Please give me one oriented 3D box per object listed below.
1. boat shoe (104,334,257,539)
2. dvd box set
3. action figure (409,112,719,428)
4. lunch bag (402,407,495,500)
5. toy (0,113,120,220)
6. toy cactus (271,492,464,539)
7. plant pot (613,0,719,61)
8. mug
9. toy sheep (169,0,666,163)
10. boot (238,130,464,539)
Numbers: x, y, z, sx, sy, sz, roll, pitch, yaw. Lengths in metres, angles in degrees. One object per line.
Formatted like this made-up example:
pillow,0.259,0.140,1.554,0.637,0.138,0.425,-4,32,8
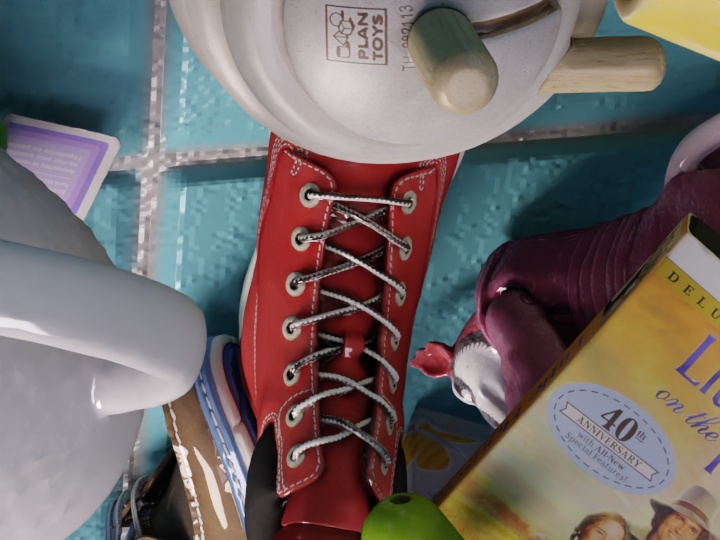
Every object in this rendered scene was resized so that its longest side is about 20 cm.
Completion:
boat shoe,-0.056,0.106,0.995,0.072,0.072,0.200,-9,132,3
dvd box set,0.093,0.102,0.853,0.146,0.029,0.200,41,107,-3
action figure,0.095,0.005,0.917,0.200,0.134,0.149,-14,106,33
lunch bag,0.054,0.181,1.020,0.127,0.170,0.200,9,133,2
toy,-0.164,0.027,0.901,0.115,0.047,0.200,11,129,-23
toy cactus,0.071,0.144,0.812,0.165,0.102,0.200,-24,92,5
plant pot,0.178,-0.117,0.773,0.188,0.201,0.201,11,131,-4
mug,-0.133,0.017,0.754,0.200,0.148,0.175,-5,160,41
toy sheep,0.011,-0.091,0.734,0.137,0.200,0.138,-4,113,-11
boot,0.000,0.000,0.849,0.072,0.144,0.200,6,128,-7
